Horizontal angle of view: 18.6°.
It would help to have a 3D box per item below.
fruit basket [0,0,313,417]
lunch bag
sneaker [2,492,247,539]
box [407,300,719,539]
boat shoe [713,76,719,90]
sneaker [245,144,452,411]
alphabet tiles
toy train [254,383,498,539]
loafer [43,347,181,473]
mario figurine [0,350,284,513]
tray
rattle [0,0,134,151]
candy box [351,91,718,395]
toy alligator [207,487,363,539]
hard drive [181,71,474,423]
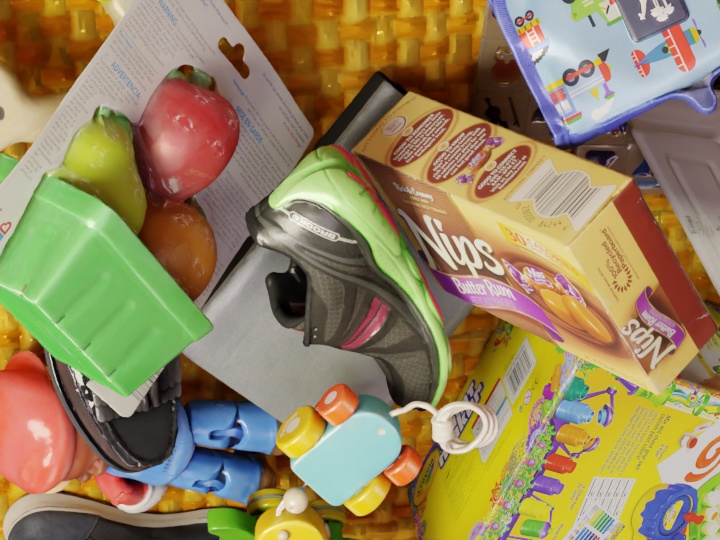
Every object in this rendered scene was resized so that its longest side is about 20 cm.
[{"bbox_3d":[-0.116,-0.046,1.164,0.201,0.093,0.185,-62,146,-17],"label":"fruit basket"},{"bbox_3d":[0.136,-0.168,1.149,0.150,0.094,0.201,-27,78,8],"label":"lunch bag"},{"bbox_3d":[-0.121,0.212,1.367,0.200,0.147,0.078,7,118,-15],"label":"sneaker"},{"bbox_3d":[0.163,0.123,1.373,0.191,0.122,0.201,19,116,-20],"label":"box"},{"bbox_3d":[0.228,-0.119,1.261,0.198,0.071,0.072,17,117,-19],"label":"boat shoe"},{"bbox_3d":[-0.007,0.011,1.234,0.083,0.077,0.201,-27,132,3],"label":"sneaker"},{"bbox_3d":[0.166,-0.120,1.296,0.198,0.008,0.169,1,121,-10],"label":"alphabet tiles"},{"bbox_3d":[0.011,0.146,1.289,0.149,0.056,0.202,6,117,-7],"label":"toy train"},{"bbox_3d":[-0.143,0.020,1.248,0.071,0.063,0.202,-19,99,-33],"label":"loafer"},{"bbox_3d":[-0.145,0.085,1.342,0.198,0.106,0.125,10,83,-27],"label":"mario figurine"},{"bbox_3d":[0.221,-0.030,1.299,0.022,0.107,0.201,-49,127,-22],"label":"tray"},{"bbox_3d":[-0.176,-0.094,1.148,0.130,0.143,0.201,40,83,-33],"label":"rattle"},{"bbox_3d":[0.091,-0.019,1.184,0.056,0.199,0.117,-45,126,-15],"label":"candy box"},{"bbox_3d":[-0.023,0.182,1.371,0.199,0.060,0.054,17,144,-35],"label":"toy alligator"},{"bbox_3d":[0.000,0.000,1.303,0.139,0.033,0.200,36,98,-26],"label":"hard drive"}]
